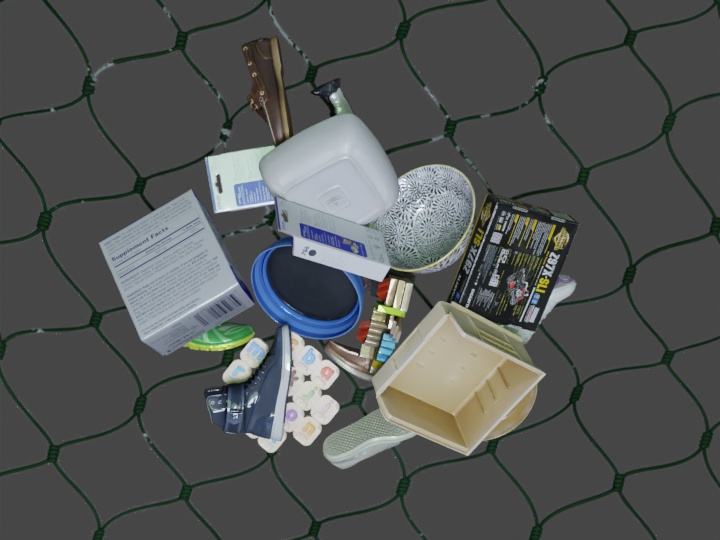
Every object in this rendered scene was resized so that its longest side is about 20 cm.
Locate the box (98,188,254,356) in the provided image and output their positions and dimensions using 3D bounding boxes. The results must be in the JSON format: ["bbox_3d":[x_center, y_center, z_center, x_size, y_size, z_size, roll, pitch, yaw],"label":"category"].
[{"bbox_3d":[-0.303,0.005,1.641,0.183,0.105,0.201,-29,68,0],"label":"box"}]

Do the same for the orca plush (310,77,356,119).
[{"bbox_3d":[-0.038,-0.218,1.686,0.071,0.105,0.201,-12,122,36],"label":"orca plush"}]

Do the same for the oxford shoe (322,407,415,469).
[{"bbox_3d":[0.029,0.290,1.740,0.198,0.075,0.058,-22,137,-8],"label":"oxford shoe"}]

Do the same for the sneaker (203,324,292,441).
[{"bbox_3d":[-0.191,0.186,1.695,0.145,0.077,0.204,9,97,-5],"label":"sneaker"}]

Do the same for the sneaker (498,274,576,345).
[{"bbox_3d":[0.288,0.072,1.732,0.199,0.075,0.100,-26,115,-1],"label":"sneaker"}]

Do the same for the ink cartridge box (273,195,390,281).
[{"bbox_3d":[-0.052,-0.050,1.581,0.199,0.100,0.039,19,122,-21],"label":"ink cartridge box"}]

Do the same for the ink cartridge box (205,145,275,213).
[{"bbox_3d":[-0.159,-0.162,1.696,0.198,0.039,0.100,-9,95,-3],"label":"ink cartridge box"}]

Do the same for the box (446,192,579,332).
[{"bbox_3d":[0.247,-0.010,1.619,0.158,0.049,0.202,12,108,-22],"label":"box"}]

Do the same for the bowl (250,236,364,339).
[{"bbox_3d":[-0.087,0.027,1.667,0.199,0.039,0.202,12,131,15],"label":"bowl"}]

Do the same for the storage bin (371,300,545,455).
[{"bbox_3d":[0.154,0.173,1.612,0.198,0.094,0.200,27,115,-30],"label":"storage bin"}]

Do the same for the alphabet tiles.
[{"bbox_3d":[-0.140,0.213,1.745,0.200,0.015,0.196,39,94,-4],"label":"alphabet tiles"}]

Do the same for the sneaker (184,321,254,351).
[{"bbox_3d":[-0.280,0.090,1.701,0.198,0.074,0.084,8,98,-2],"label":"sneaker"}]

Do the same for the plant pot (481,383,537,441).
[{"bbox_3d":[0.208,0.205,1.727,0.198,0.028,0.202,-1,112,-3],"label":"plant pot"}]

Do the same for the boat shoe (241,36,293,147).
[{"bbox_3d":[-0.156,-0.294,1.666,0.070,0.070,0.202,-11,74,0],"label":"boat shoe"}]

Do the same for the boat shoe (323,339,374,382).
[{"bbox_3d":[0.030,0.160,1.723,0.199,0.076,0.072,27,89,-13],"label":"boat shoe"}]

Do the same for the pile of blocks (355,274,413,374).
[{"bbox_3d":[0.030,0.094,1.620,0.062,0.082,0.201,12,119,-6],"label":"pile of blocks"}]

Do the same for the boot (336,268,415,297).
[{"bbox_3d":[0.000,0.000,1.712,0.199,0.097,0.075,21,102,21],"label":"boot"}]

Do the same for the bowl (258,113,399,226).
[{"bbox_3d":[-0.045,-0.136,1.623,0.199,0.075,0.200,-27,129,12],"label":"bowl"}]

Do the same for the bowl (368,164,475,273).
[{"bbox_3d":[0.121,-0.070,1.676,0.199,0.094,0.202,-16,56,25],"label":"bowl"}]
